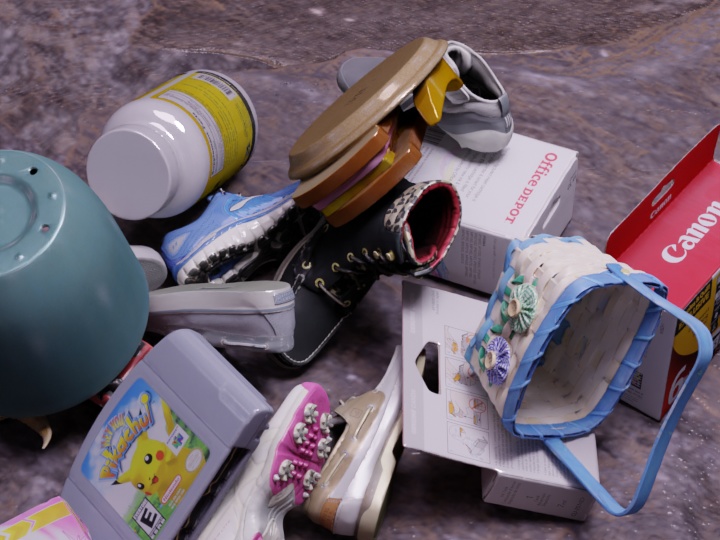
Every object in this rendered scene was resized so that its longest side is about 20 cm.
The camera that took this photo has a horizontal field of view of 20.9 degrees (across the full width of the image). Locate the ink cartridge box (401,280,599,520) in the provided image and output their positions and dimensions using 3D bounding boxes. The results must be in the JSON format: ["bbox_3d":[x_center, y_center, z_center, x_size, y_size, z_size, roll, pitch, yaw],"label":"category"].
[{"bbox_3d":[0.112,0.109,1.670,0.174,0.045,0.201,13,42,-11],"label":"ink cartridge box"}]

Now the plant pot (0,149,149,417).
[{"bbox_3d":[-0.288,-0.003,1.625,0.198,0.162,0.202,-3,59,5],"label":"plant pot"}]

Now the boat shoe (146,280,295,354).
[{"bbox_3d":[-0.141,0.050,1.733,0.199,0.072,0.070,-3,7,37],"label":"boat shoe"}]

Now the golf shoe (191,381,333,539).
[{"bbox_3d":[-0.090,0.177,1.577,0.091,0.075,0.201,12,68,31],"label":"golf shoe"}]

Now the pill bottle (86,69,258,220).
[{"bbox_3d":[-0.179,-0.115,1.840,0.111,0.114,0.200,14,21,14],"label":"pill bottle"}]

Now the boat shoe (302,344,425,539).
[{"bbox_3d":[0.006,0.135,1.652,0.068,0.075,0.201,15,46,7],"label":"boat shoe"}]

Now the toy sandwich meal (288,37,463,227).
[{"bbox_3d":[0.017,-0.125,1.725,0.070,0.205,0.205,49,50,-11],"label":"toy sandwich meal"}]

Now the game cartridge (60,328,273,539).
[{"bbox_3d":[-0.164,0.154,1.568,0.040,0.201,0.133,22,15,-50],"label":"game cartridge"}]

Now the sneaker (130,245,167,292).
[{"bbox_3d":[-0.286,-0.013,1.808,0.198,0.074,0.116,-12,48,-11],"label":"sneaker"}]

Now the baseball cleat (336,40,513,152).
[{"bbox_3d":[0.061,-0.183,1.841,0.199,0.107,0.070,22,51,26],"label":"baseball cleat"}]

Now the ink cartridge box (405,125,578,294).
[{"bbox_3d":[0.089,-0.069,1.858,0.198,0.086,0.148,20,46,19],"label":"ink cartridge box"}]

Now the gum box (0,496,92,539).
[{"bbox_3d":[-0.280,0.269,1.500,0.199,0.066,0.114,-26,58,-22],"label":"gum box"}]

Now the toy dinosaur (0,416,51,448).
[{"bbox_3d":[-0.305,0.101,1.715,0.199,0.058,0.101,26,64,35],"label":"toy dinosaur"}]

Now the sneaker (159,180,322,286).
[{"bbox_3d":[-0.103,-0.052,1.845,0.199,0.079,0.089,-27,52,-25],"label":"sneaker"}]

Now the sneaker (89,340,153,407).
[{"bbox_3d":[-0.168,0.114,1.680,0.199,0.098,0.071,10,52,44],"label":"sneaker"}]

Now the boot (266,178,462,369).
[{"bbox_3d":[-0.001,-0.002,1.706,0.205,0.073,0.153,-59,24,-11],"label":"boot"}]

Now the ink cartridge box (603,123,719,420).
[{"bbox_3d":[0.290,-0.002,1.723,0.083,0.177,0.200,27,50,25],"label":"ink cartridge box"}]

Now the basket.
[{"bbox_3d":[0.185,0.077,1.580,0.138,0.178,0.200,-4,34,-45],"label":"basket"}]
